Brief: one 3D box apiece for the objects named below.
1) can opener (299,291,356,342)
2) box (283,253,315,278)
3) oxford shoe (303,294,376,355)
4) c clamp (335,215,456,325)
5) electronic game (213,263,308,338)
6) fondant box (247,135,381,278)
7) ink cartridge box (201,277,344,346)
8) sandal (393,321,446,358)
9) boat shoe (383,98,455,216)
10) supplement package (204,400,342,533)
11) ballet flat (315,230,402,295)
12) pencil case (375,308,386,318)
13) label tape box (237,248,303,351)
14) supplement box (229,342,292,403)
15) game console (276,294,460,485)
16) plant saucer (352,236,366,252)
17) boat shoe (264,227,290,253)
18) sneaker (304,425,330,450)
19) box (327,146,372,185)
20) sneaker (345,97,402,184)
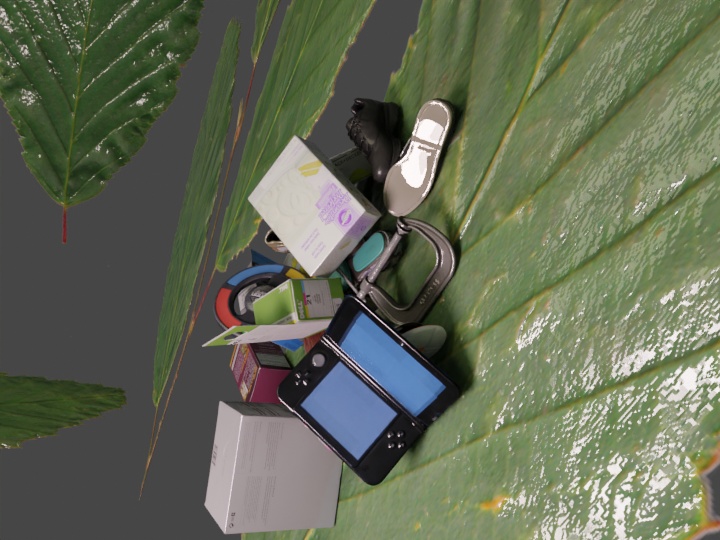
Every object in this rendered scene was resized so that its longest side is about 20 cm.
[{"bbox_3d":[-0.064,0.090,1.061,0.200,0.053,0.067,-55,36,39],"label":"can opener"},{"bbox_3d":[-0.109,0.005,1.178,0.118,0.048,0.200,-60,32,30],"label":"box"},{"bbox_3d":[-0.040,0.110,0.991,0.200,0.075,0.071,-43,56,46],"label":"oxford shoe"},{"bbox_3d":[0.052,-0.004,0.841,0.171,0.027,0.200,52,127,20],"label":"c clamp"},{"bbox_3d":[-0.188,0.058,1.072,0.042,0.199,0.200,88,166,-44],"label":"electronic game"},{"bbox_3d":[-0.082,-0.107,0.920,0.144,0.058,0.200,-49,66,17],"label":"fondant box"},{"bbox_3d":[-0.144,0.068,0.899,0.148,0.199,0.076,-28,68,51],"label":"ink cartridge box"},{"bbox_3d":[0.047,0.123,0.822,0.207,0.079,0.059,-53,39,44],"label":"sandal"},{"bbox_3d":[0.098,-0.177,0.871,0.063,0.072,0.201,-45,-19,-56],"label":"boat shoe"},{"bbox_3d":[-0.153,0.345,0.988,0.147,0.199,0.192,-3,77,61],"label":"supplement package"},{"bbox_3d":[0.000,0.000,0.950,0.200,0.072,0.072,-34,51,39],"label":"ballet flat"},{"bbox_3d":[-0.021,0.150,0.927,0.078,0.089,0.200,48,135,17],"label":"pencil case"},{"bbox_3d":[-0.194,0.064,1.201,0.063,0.144,0.200,-42,41,18],"label":"label tape box"},{"bbox_3d":[-0.237,0.231,1.294,0.200,0.085,0.111,42,117,58],"label":"supplement box"},{"bbox_3d":[0.002,0.165,0.745,0.171,0.200,0.118,-47,-11,-13],"label":"game console"},{"bbox_3d":[-0.063,-0.066,1.024,0.200,0.034,0.201,23,134,27],"label":"plant saucer"},{"bbox_3d":[-0.108,-0.094,1.119,0.200,0.068,0.075,-32,72,23],"label":"boat shoe"},{"bbox_3d":[0.004,0.259,0.868,0.199,0.088,0.081,1,40,45],"label":"sneaker"},{"bbox_3d":[-0.059,-0.185,1.066,0.200,0.116,0.060,-4,116,60],"label":"box"},{"bbox_3d":[0.019,-0.227,0.953,0.076,0.090,0.201,120,155,-44],"label":"sneaker"}]
